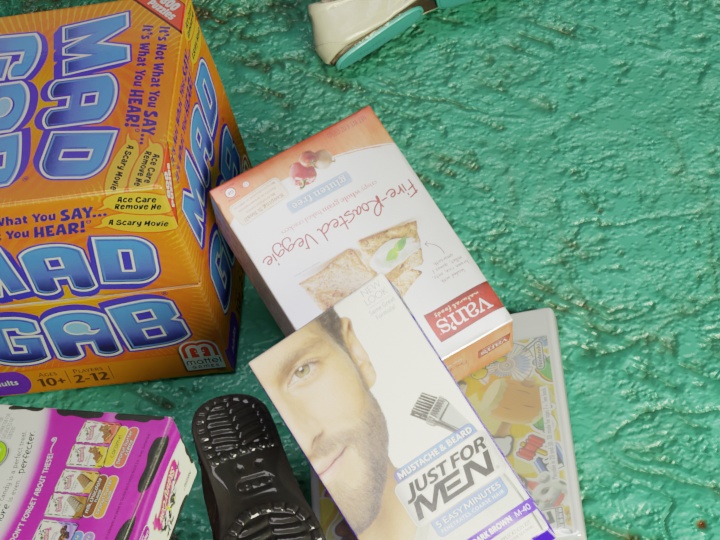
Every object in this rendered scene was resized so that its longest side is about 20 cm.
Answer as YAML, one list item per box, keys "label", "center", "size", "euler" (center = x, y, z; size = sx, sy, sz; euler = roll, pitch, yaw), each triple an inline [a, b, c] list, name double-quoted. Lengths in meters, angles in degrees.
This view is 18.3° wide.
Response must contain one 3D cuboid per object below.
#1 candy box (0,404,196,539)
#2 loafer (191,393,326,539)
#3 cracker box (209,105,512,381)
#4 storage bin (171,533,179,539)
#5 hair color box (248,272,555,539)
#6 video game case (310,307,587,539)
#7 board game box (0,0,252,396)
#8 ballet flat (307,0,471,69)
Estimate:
- label: "candy box"
  center: [-0.217, 0.152, 1.366]
  size: [0.199, 0.061, 0.137]
  euler: [4, 49, 20]
- label: "loafer"
  center: [-0.063, 0.177, 1.484]
  size: [0.073, 0.071, 0.201]
  euler: [-10, 53, -6]
- label: "cracker box"
  center: [0.000, 0.000, 1.561]
  size: [0.134, 0.058, 0.200]
  euler: [-29, 67, -10]
- label: "storage bin"
  center: [-0.177, 0.257, 1.397]
  size: [0.200, 0.135, 0.094]
  euler: [-34, 49, -14]
- label: "hair color box"
  center: [0.027, 0.116, 1.445]
  size: [0.109, 0.065, 0.200]
  euler: [-34, 73, 2]
- label: "video game case"
  center: [0.054, 0.120, 1.530]
  size: [0.181, 0.023, 0.201]
  euler: [-11, 48, 8]
- label: "board game box"
  center: [-0.203, -0.054, 1.640]
  size: [0.199, 0.200, 0.200]
  euler: [-7, 47, 11]
- label: "ballet flat"
  center: [0.046, -0.234, 1.810]
  size: [0.199, 0.070, 0.070]
  euler: [-27, 47, -9]
